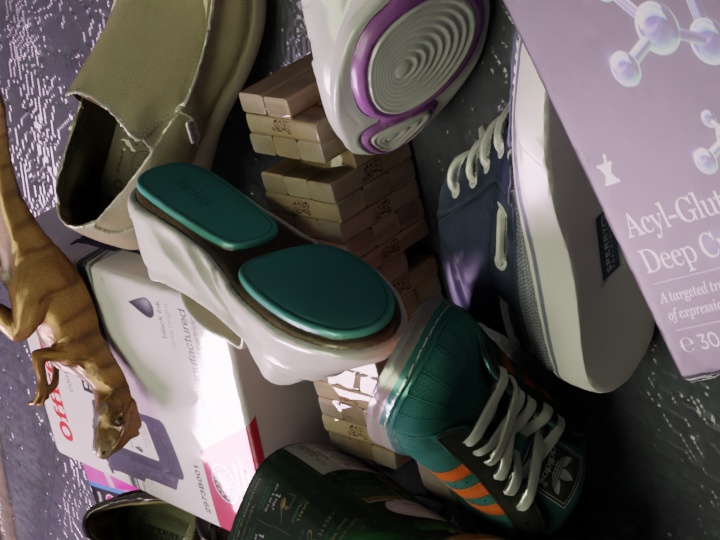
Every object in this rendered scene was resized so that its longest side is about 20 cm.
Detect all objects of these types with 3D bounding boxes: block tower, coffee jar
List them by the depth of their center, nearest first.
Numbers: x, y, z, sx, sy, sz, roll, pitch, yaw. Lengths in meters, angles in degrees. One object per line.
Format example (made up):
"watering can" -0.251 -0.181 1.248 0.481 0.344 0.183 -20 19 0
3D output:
"coffee jar" 0.019 0.157 0.945 0.200 0.085 0.105 22 93 54
"block tower" 0.000 0.000 0.969 0.054 0.058 0.201 13 126 47

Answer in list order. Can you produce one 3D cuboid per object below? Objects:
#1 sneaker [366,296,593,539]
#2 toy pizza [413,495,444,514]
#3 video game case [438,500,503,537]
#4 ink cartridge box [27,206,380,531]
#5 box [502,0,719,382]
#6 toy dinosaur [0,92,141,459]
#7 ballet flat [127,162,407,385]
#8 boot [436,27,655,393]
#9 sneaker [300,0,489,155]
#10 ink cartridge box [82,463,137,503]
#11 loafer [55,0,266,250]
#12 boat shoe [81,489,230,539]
"sneaker" 0.062 0.071 0.891 0.080 0.072 0.200 24 169 21
"toy pizza" 0.028 0.220 1.062 0.200 0.032 0.202 -18 68 54
"video game case" 0.038 0.231 0.998 0.201 0.019 0.143 -63 38 25
"ink cartridge box" -0.094 0.046 1.094 0.199 0.084 0.146 16 125 46
"box" 0.148 -0.081 0.678 0.148 0.107 0.201 -18 100 55
"toy dinosaur" -0.172 0.002 1.057 0.106 0.060 0.201 -19 102 29
"ballet flat" -0.042 0.012 0.921 0.200 0.069 0.070 34 140 47
"boot" 0.067 -0.043 0.835 0.090 0.073 0.201 26 137 37
"sneaker" 0.004 -0.145 0.859 0.100 0.074 0.201 49 149 47
"ink cartridge box" -0.097 0.136 1.213 0.199 0.037 0.095 7 120 47
"loafer" -0.101 -0.094 0.985 0.075 0.068 0.201 31 120 33
"boat shoe" -0.074 0.157 1.108 0.200 0.066 0.072 6 92 42
